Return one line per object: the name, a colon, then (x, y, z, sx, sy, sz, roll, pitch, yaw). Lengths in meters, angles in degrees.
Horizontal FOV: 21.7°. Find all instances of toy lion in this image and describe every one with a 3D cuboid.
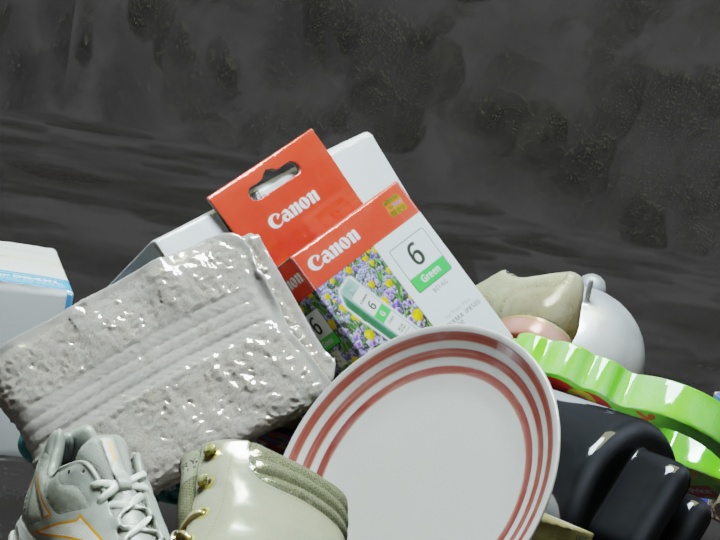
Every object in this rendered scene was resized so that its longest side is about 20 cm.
toy lion: (0.181, 0.108, 1.306, 0.192, 0.069, 0.199, 42, -27, -27)

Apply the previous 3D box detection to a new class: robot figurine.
robot figurine: (0.164, 0.087, 1.474, 0.112, 0.170, 0.200, 9, -31, 10)
robot figurine: (0.127, 0.140, 1.225, 0.124, 0.151, 0.199, -16, 23, -43)

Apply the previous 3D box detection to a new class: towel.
towel: (-0.124, 0.067, 1.186, 0.199, 0.133, 0.035, -29, -15, -12)

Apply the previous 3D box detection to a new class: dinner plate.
dinner plate: (0.032, 0.124, 1.098, 0.199, 0.201, 0.024, 17, -20, 44)

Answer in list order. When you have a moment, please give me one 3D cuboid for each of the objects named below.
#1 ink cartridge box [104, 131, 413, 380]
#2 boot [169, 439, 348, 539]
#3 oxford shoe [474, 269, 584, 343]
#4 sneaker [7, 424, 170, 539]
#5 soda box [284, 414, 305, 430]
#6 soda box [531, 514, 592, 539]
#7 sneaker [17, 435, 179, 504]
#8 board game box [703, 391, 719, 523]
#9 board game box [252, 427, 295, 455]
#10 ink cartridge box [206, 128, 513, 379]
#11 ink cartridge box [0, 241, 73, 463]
ink cartridge box: (-0.061, 0.025, 1.335, 0.199, 0.147, 0.147, -29, -5, -33)
boot: (-0.092, 0.148, 0.931, 0.199, 0.072, 0.155, 13, 35, -16)
oxford shoe: (0.095, 0.042, 1.406, 0.071, 0.074, 0.199, 42, -28, -29)
sneaker: (-0.138, 0.143, 1.038, 0.075, 0.093, 0.200, 4, 11, -36)
soda box: (-0.002, 0.102, 1.471, 0.199, 0.064, 0.068, 15, 4, -6)
soda box: (0.040, 0.155, 1.156, 0.199, 0.064, 0.068, 19, -1, 44)
sneaker: (-0.142, 0.134, 1.237, 0.199, 0.078, 0.080, 19, 39, 35)
board game box: (0.378, 0.167, 1.420, 0.158, 0.098, 0.200, 5, 9, -25)
board game box: (-0.095, 0.126, 1.448, 0.102, 0.020, 0.200, 2, 11, -36)
ink cartridge box: (0.000, 0.000, 1.259, 0.109, 0.200, 0.050, -36, 0, -34)
ink cartridge box: (-0.286, 0.049, 1.379, 0.124, 0.129, 0.200, 8, 9, -14)
